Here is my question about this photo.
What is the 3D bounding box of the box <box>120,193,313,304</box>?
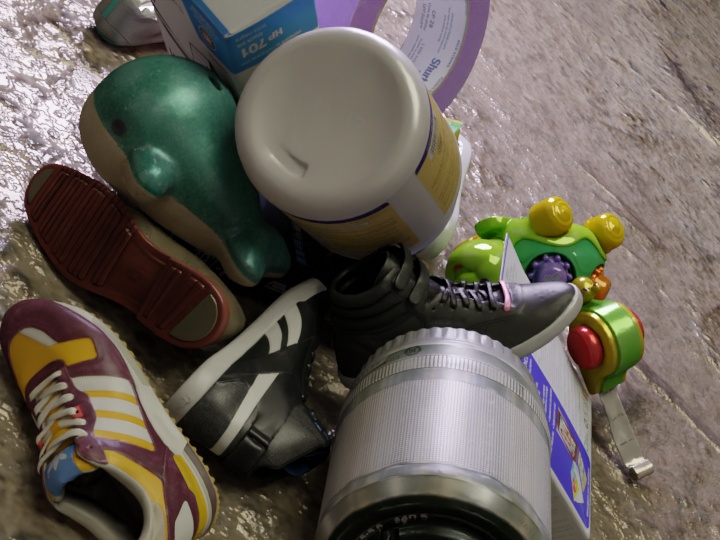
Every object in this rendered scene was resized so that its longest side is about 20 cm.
[{"bbox_3d":[-0.126,-0.071,1.179,0.160,0.044,0.200,23,34,-26],"label":"box"}]

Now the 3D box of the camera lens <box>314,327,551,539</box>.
[{"bbox_3d":[0.055,0.155,0.973,0.160,0.160,0.200,32,31,-14],"label":"camera lens"}]

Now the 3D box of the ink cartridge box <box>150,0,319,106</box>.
[{"bbox_3d":[-0.099,-0.190,1.119,0.086,0.200,0.146,-33,63,-14],"label":"ink cartridge box"}]

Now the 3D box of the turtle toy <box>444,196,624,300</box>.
[{"bbox_3d":[0.161,0.000,1.339,0.200,0.146,0.101,13,62,-38],"label":"turtle toy"}]

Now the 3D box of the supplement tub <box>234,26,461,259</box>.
[{"bbox_3d":[-0.001,-0.089,1.062,0.145,0.145,0.200,52,3,18],"label":"supplement tub"}]

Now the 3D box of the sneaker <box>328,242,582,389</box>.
[{"bbox_3d":[0.066,0.022,1.047,0.071,0.200,0.099,-94,167,-59],"label":"sneaker"}]

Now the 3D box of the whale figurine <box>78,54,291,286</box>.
[{"bbox_3d":[-0.119,-0.081,1.043,0.200,0.104,0.159,49,19,10],"label":"whale figurine"}]

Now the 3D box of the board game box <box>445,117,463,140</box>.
[{"bbox_3d":[0.021,-0.106,1.260,0.095,0.030,0.200,18,34,15],"label":"board game box"}]

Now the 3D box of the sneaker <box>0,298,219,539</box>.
[{"bbox_3d":[-0.176,0.099,0.872,0.200,0.075,0.090,47,25,12],"label":"sneaker"}]

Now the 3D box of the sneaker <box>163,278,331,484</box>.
[{"bbox_3d":[-0.055,0.092,1.031,0.112,0.073,0.200,45,38,2],"label":"sneaker"}]

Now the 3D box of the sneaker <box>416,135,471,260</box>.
[{"bbox_3d":[0.046,-0.106,1.374,0.112,0.073,0.200,33,32,-16],"label":"sneaker"}]

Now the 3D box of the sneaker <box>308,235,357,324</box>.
[{"bbox_3d":[0.000,0.000,1.222,0.090,0.070,0.200,46,22,-32],"label":"sneaker"}]

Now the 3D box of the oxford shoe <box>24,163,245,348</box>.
[{"bbox_3d":[-0.171,-0.007,1.034,0.200,0.070,0.075,41,8,16],"label":"oxford shoe"}]

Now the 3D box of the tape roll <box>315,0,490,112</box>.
[{"bbox_3d":[0.029,-0.219,1.230,0.066,0.200,0.200,28,20,34],"label":"tape roll"}]

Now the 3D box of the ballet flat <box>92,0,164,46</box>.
[{"bbox_3d":[-0.179,-0.257,1.345,0.067,0.064,0.200,48,31,12],"label":"ballet flat"}]

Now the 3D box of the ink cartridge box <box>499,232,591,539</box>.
[{"bbox_3d":[0.144,0.100,1.182,0.200,0.043,0.198,61,23,-24],"label":"ink cartridge box"}]

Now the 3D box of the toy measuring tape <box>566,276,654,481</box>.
[{"bbox_3d":[0.242,0.099,1.277,0.074,0.073,0.200,-21,90,-57],"label":"toy measuring tape"}]
